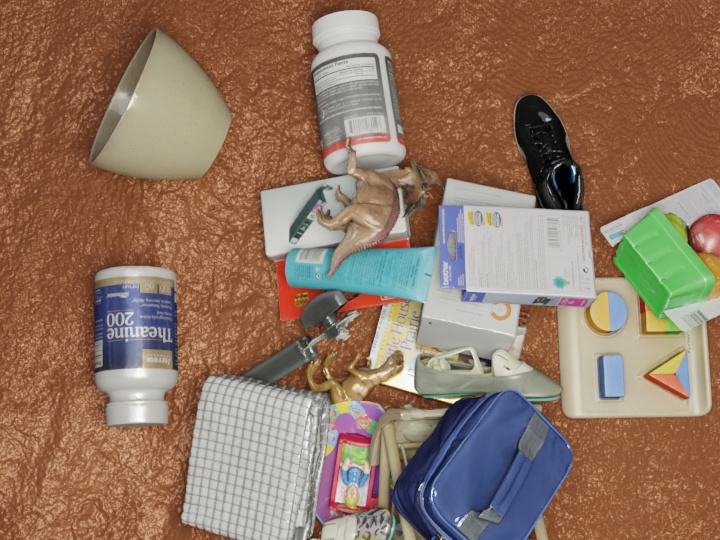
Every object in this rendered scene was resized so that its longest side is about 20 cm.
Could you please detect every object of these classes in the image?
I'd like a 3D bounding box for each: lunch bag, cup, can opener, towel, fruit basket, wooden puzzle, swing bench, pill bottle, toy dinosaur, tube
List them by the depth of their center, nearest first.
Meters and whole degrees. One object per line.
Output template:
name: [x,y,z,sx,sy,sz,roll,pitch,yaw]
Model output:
lunch bag: [0.138,0.240,1.330,0.136,0.132,0.201,42,65,-8]
swing bench: [0.121,0.270,1.460,0.195,0.130,0.204,1,78,-22]
toy dinosaur: [0.024,-0.079,1.485,0.133,0.086,0.202,20,66,8]
towel: [-0.129,0.243,1.489,0.163,0.085,0.204,9,94,20]
tube: [0.000,0.000,1.502,0.197,0.050,0.079,3,70,24]
toy dinosaur: [-0.029,0.168,1.529,0.200,0.060,0.106,-46,72,11]
can opener: [-0.084,0.098,1.532,0.199,0.053,0.067,-38,83,20]
fruit basket: [0.442,-0.020,1.538,0.197,0.094,0.186,-19,59,-25]
pill bottle: [-0.296,0.102,1.540,0.109,0.111,0.204,-3,80,1]
wooden puzzle: [0.365,0.100,1.552,0.196,0.046,0.189,-1,80,2]
cup: [-0.258,-0.202,1.569,0.142,0.200,0.203,26,81,-21]
pill bottle: [-0.007,-0.241,1.589,0.114,0.116,0.204,-8,79,0]

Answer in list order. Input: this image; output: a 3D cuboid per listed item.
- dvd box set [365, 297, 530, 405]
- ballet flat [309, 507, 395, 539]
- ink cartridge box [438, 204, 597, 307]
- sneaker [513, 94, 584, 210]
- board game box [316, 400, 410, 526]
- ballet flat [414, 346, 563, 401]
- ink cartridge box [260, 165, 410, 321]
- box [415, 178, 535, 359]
dvd box set: [0.116,0.103,1.567,0.197,0.029,0.149,16,81,4]
ballet flat: [-0.026,0.343,1.447,0.071,0.201,0.073,14,55,-20]
ink cartridge box: [0.193,-0.019,1.462,0.196,0.042,0.121,4,66,-7]
sneaker: [0.260,-0.155,1.566,0.072,0.112,0.203,-14,80,-2]
board game box: [-0.003,0.270,1.505,0.157,0.039,0.201,-36,97,6]
ballet flat: [0.159,0.130,1.482,0.197,0.067,0.065,-1,98,25]
ink cartridge box: [-0.030,-0.036,1.571,0.196,0.044,0.177,-10,75,9]
box: [0.151,0.000,1.527,0.122,0.098,0.203,12,66,2]
